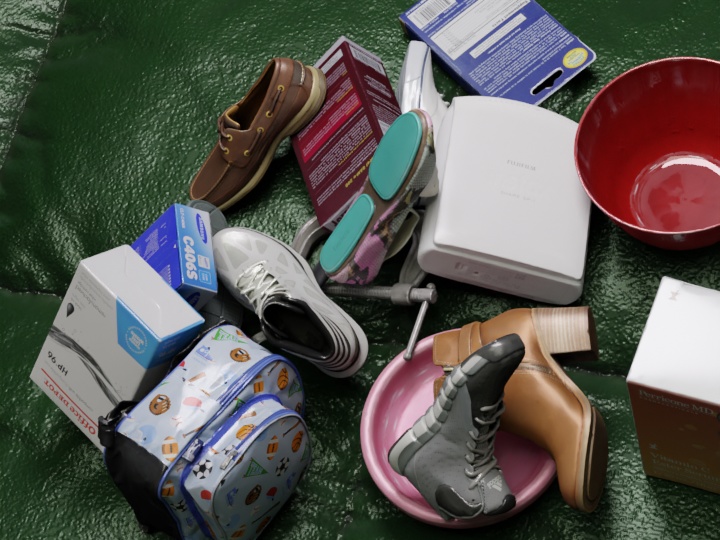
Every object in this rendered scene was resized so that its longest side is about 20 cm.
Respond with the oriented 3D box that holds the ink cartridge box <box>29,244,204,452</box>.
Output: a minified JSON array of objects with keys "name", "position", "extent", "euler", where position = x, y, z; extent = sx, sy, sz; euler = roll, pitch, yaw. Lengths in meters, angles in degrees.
[{"name":"ink cartridge box","position":[-0.242,0.090,1.731],"extent":[0.116,0.201,0.068],"euler":[42,37,18]}]

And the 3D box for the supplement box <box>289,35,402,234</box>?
[{"name":"supplement box","position":[-0.009,-0.133,1.840],"extent":[0.109,0.061,0.201],"euler":[-44,41,24]}]

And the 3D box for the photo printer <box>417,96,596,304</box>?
[{"name":"photo printer","position":[0.149,-0.078,1.779],"extent":[0.165,0.070,0.201],"euler":[15,60,-6]}]

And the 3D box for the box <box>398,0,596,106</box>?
[{"name":"box","position":[0.147,-0.242,1.924],"extent":[0.121,0.032,0.200],"euler":[-38,57,-8]}]

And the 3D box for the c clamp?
[{"name":"c clamp","position":[0.000,0.000,1.803],"extent":[0.199,0.027,0.171],"euler":[9,58,35]}]

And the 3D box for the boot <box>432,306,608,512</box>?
[{"name":"boot","position":[0.140,0.129,1.634],"extent":[0.154,0.077,0.201],"euler":[-10,69,17]}]

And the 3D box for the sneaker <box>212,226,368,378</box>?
[{"name":"sneaker","position":[-0.081,0.018,1.721],"extent":[0.200,0.115,0.076],"euler":[41,92,19]}]

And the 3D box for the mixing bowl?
[{"name":"mixing bowl","position":[0.312,-0.096,1.754],"extent":[0.199,0.109,0.201],"euler":[-6,61,11]}]

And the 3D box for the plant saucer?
[{"name":"plant saucer","position":[0.101,0.153,1.701],"extent":[0.199,0.051,0.202],"euler":[-7,59,11]}]

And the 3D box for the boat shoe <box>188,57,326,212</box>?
[{"name":"boat shoe","position":[-0.120,-0.144,1.874],"extent":[0.200,0.067,0.072],"euler":[-47,40,23]}]

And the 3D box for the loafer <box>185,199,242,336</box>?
[{"name":"loafer","position":[-0.164,0.020,1.832],"extent":[0.063,0.072,0.201],"euler":[-44,36,36]}]

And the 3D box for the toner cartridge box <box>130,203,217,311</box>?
[{"name":"toner cartridge box","position":[-0.216,0.027,1.789],"extent":[0.200,0.043,0.095],"euler":[-39,49,40]}]

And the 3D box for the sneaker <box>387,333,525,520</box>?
[{"name":"sneaker","position":[0.112,0.150,1.584],"extent":[0.075,0.200,0.116],"euler":[-20,65,-42]}]

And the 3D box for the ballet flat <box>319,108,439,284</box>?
[{"name":"ballet flat","position":[0.032,-0.068,1.726],"extent":[0.201,0.071,0.069],"euler":[-60,38,26]}]

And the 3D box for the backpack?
[{"name":"backpack","position":[-0.132,0.154,1.685],"extent":[0.153,0.200,0.191],"euler":[25,65,18]}]

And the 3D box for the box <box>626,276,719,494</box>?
[{"name":"box","position":[0.326,0.113,1.577],"extent":[0.151,0.200,0.107],"euler":[14,65,22]}]

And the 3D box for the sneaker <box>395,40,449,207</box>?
[{"name":"sneaker","position":[0.072,-0.149,1.879],"extent":[0.070,0.073,0.201],"euler":[7,61,-9]}]

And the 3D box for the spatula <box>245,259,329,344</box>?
[{"name":"spatula","position":[-0.077,0.045,1.790],"extent":[0.200,0.021,0.057],"euler":[-49,56,4]}]
